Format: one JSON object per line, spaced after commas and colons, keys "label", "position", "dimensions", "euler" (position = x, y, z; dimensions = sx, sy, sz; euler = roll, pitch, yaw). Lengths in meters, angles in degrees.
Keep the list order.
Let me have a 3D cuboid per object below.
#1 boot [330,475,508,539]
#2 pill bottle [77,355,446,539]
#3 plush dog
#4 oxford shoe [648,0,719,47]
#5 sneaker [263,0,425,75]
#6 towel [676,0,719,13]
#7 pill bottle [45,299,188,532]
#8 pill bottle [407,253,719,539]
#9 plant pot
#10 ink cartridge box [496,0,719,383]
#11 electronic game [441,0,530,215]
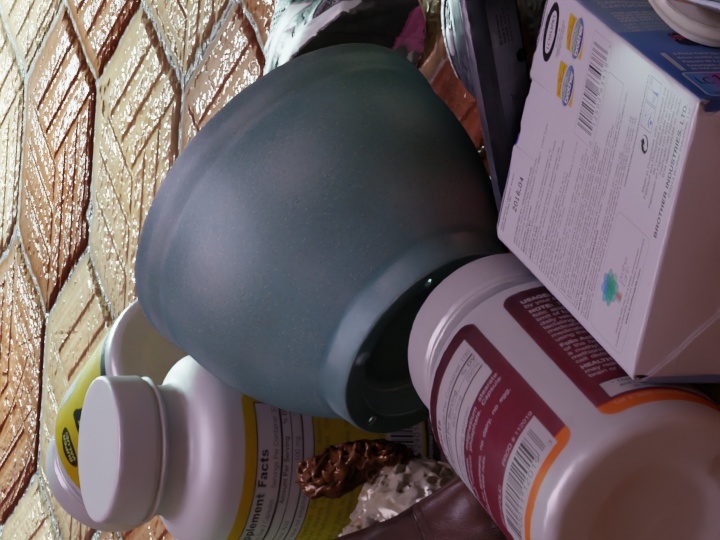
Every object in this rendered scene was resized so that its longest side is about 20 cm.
{"label": "boot", "position": [0.021, 0.200, 1.391], "dimensions": [0.064, 0.199, 0.187], "euler": [59, -171, -47]}
{"label": "pill bottle", "position": [-0.054, 0.102, 1.579], "dimensions": [0.111, 0.199, 0.112], "euler": [-177, 90, -68]}
{"label": "plush dog", "position": [0.024, 0.184, 1.502], "dimensions": [0.200, 0.160, 0.172], "euler": [37, 112, 25]}
{"label": "oxford shoe", "position": [0.154, -0.198, 1.268], "dimensions": [0.058, 0.075, 0.201], "euler": [137, 136, -61]}
{"label": "sneaker", "position": [-0.023, -0.147, 1.691], "dimensions": [0.200, 0.080, 0.087], "euler": [141, 129, -60]}
{"label": "towel", "position": [0.095, -0.195, 1.129], "dimensions": [0.199, 0.022, 0.148], "euler": [21, 104, 41]}
{"label": "pill bottle", "position": [-0.146, 0.102, 1.924], "dimensions": [0.200, 0.114, 0.115], "euler": [129, 138, -57]}
{"label": "pill bottle", "position": [0.100, 0.074, 1.318], "dimensions": [0.200, 0.113, 0.115], "euler": [-129, 46, -59]}
{"label": "plant pot", "position": [0.000, 0.000, 1.475], "dimensions": [0.134, 0.200, 0.201], "euler": [43, 131, 32]}
{"label": "ink cartridge box", "position": [0.131, -0.051, 1.302], "dimensions": [0.200, 0.076, 0.137], "euler": [-132, 49, -58]}
{"label": "electronic game", "position": [0.063, -0.124, 1.430], "dimensions": [0.200, 0.041, 0.201], "euler": [-9, -90, -86]}
